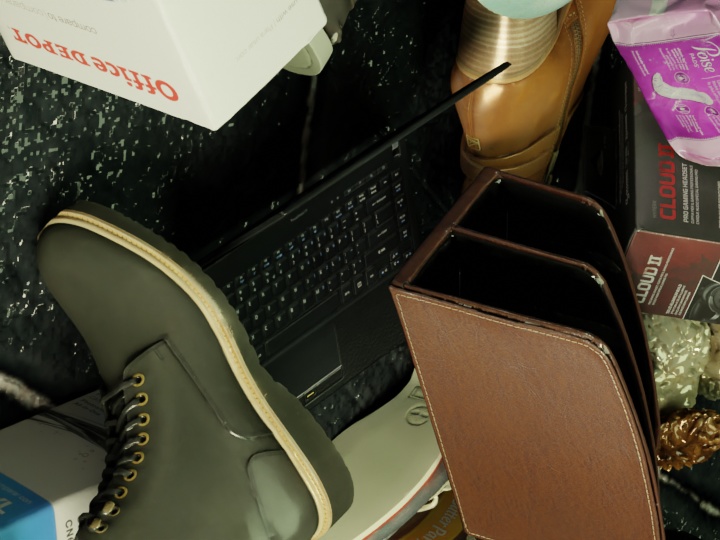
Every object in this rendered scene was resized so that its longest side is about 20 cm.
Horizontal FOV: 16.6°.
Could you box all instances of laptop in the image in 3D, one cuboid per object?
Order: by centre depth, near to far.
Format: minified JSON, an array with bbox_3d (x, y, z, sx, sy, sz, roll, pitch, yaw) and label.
[{"bbox_3d":[0.000,0.000,1.312,0.177,0.103,0.201,-34,130,-34],"label":"laptop"}]

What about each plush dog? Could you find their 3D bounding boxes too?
[{"bbox_3d":[0.181,0.032,1.504,0.171,0.200,0.161,-32,156,-26],"label":"plush dog"}]

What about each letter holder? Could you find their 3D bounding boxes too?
[{"bbox_3d":[0.119,0.064,1.340,0.101,0.142,0.201,-50,140,-31],"label":"letter holder"}]

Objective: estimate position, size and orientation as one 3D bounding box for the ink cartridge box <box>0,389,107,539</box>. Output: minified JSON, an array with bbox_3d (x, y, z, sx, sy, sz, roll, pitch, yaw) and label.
[{"bbox_3d":[-0.133,0.148,1.241,0.199,0.084,0.147,-22,121,-40],"label":"ink cartridge box"}]

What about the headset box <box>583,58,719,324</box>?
[{"bbox_3d":[0.224,-0.046,1.418,0.077,0.199,0.150,107,-10,-51],"label":"headset box"}]

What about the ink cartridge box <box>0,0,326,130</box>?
[{"bbox_3d":[-0.117,-0.174,1.066,0.086,0.146,0.201,-46,136,-26],"label":"ink cartridge box"}]

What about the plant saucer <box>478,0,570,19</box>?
[{"bbox_3d":[0.116,-0.225,1.272,0.200,0.039,0.202,-26,125,-44],"label":"plant saucer"}]

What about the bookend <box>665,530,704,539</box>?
[{"bbox_3d":[0.168,0.282,1.638,0.198,0.092,0.201,7,102,-50],"label":"bookend"}]

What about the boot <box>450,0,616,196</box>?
[{"bbox_3d":[0.116,-0.127,1.425,0.200,0.073,0.156,-31,136,-39],"label":"boot"}]

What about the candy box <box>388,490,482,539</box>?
[{"bbox_3d":[0.055,0.190,1.449,0.199,0.115,0.056,-25,125,-40],"label":"candy box"}]

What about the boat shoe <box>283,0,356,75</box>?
[{"bbox_3d":[-0.053,-0.180,1.201,0.061,0.071,0.202,-56,146,-21],"label":"boat shoe"}]

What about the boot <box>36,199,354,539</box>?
[{"bbox_3d":[-0.109,0.074,1.155,0.138,0.200,0.078,-41,174,-39],"label":"boot"}]

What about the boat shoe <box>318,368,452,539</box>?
[{"bbox_3d":[0.035,0.104,1.430,0.200,0.071,0.063,-50,140,-27],"label":"boat shoe"}]

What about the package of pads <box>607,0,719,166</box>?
[{"bbox_3d":[0.209,-0.169,1.373,0.121,0.075,0.201,54,44,-39],"label":"package of pads"}]
